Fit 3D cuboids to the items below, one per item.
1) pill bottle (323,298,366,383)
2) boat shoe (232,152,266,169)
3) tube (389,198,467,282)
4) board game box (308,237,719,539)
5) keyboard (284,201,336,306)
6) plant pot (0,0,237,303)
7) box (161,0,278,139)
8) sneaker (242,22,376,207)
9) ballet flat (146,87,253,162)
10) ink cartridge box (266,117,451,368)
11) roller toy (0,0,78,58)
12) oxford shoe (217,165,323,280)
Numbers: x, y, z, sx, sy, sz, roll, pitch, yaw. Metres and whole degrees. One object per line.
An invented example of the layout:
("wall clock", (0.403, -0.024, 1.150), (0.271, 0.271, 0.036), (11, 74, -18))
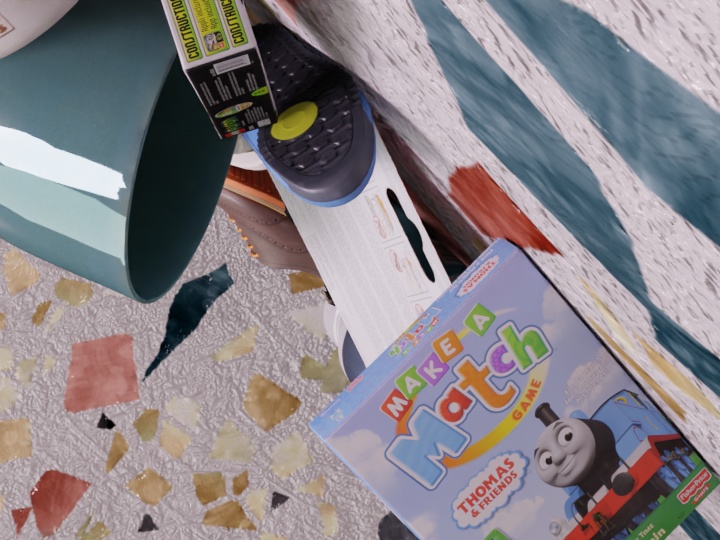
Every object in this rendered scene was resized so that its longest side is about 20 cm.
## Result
("pill bottle", (0.050, 0.070, 1.413), (0.120, 0.120, 0.200), (48, 177, -35))
("boat shoe", (-0.107, -0.136, 1.319), (0.068, 0.072, 0.200), (9, -162, -47))
("tube", (0.029, -0.022, 1.250), (0.078, 0.050, 0.200), (58, 177, -36))
("board game box", (0.091, 0.105, 0.974), (0.200, 0.151, 0.037), (47, 176, -20))
("keyboard", (0.000, 0.000, 1.253), (0.200, 0.021, 0.127), (47, -154, -44))
("plant pot", (-0.180, -0.097, 1.076), (0.161, 0.201, 0.201), (16, 172, 9))
("box", (-0.077, -0.135, 0.841), (0.200, 0.035, 0.110), (87, 165, -85))
("sneaker", (-0.027, -0.076, 0.982), (0.079, 0.066, 0.200), (57, 177, -33))
("ballet flat", (-0.132, -0.114, 1.191), (0.200, 0.072, 0.068), (21, 157, -2))
("ink cartridge box", (0.021, -0.020, 1.087), (0.163, 0.057, 0.200), (64, 155, -3))
("roller toy", (-0.235, -0.210, 0.974), (0.182, 0.200, 0.140), (18, 160, 38))
("oxford shoe", (-0.078, -0.041, 1.335), (0.200, 0.073, 0.071), (26, -156, -13))
